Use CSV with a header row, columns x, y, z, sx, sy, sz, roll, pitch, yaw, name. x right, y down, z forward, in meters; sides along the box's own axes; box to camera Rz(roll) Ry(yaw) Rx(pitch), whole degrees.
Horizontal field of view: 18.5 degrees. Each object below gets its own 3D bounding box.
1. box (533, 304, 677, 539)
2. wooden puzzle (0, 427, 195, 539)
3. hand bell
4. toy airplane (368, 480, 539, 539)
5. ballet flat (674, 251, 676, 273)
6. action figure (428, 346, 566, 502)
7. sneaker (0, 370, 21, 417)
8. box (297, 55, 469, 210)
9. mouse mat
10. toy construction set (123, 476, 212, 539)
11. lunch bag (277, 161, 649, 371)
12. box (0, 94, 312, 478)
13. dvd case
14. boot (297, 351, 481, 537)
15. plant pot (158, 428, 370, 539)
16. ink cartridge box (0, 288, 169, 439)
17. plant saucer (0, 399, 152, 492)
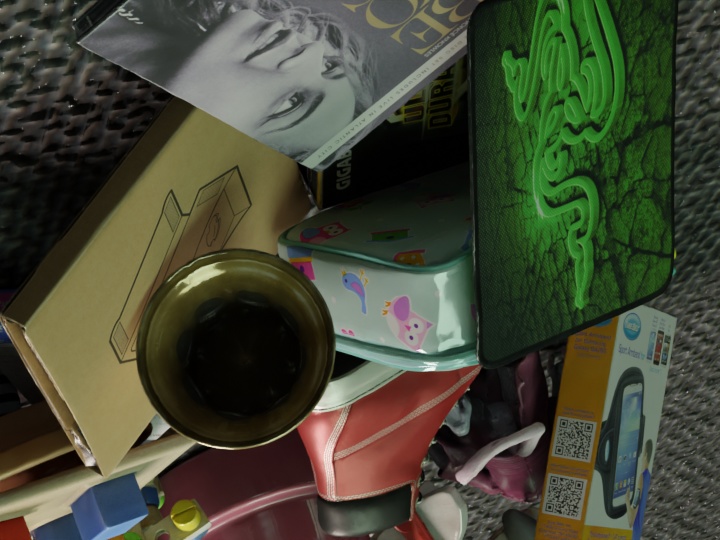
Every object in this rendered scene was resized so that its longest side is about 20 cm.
x,y,z,sx,sy,sz,roll,pitch,yaw,name
0.175,0.098,1.549,0.041,0.201,0.119,10,177,27,box
-0.190,0.152,1.282,0.199,0.046,0.185,-23,171,-26,wooden puzzle
-0.057,0.059,1.229,0.104,0.104,0.200,-24,168,-1,hand bell
0.085,0.234,1.501,0.141,0.201,0.199,-5,154,29,toy airplane
0.132,-0.012,1.420,0.067,0.067,0.200,-26,170,39,ballet flat
0.114,0.113,1.573,0.134,0.149,0.200,-30,139,-3,action figure
-0.299,0.110,1.296,0.199,0.075,0.088,-9,154,-30,sneaker
0.043,-0.125,1.189,0.159,0.049,0.200,-20,152,-14,box
0.114,-0.059,1.167,0.161,0.008,0.201,-21,117,-38,mouse mat
-0.197,0.179,1.433,0.199,0.131,0.092,-17,151,-16,toy construction set
0.061,-0.011,1.254,0.200,0.077,0.160,-23,-159,-39,lunch bag
-0.101,-0.007,1.169,0.200,0.021,0.164,-55,153,-22,box
-0.023,-0.124,1.069,0.149,0.016,0.200,-38,148,19,dvd case
0.045,0.088,1.448,0.200,0.072,0.145,-28,122,-28,boot
-0.052,0.235,1.596,0.199,0.180,0.200,-18,153,-10,plant pot
-0.147,0.052,1.307,0.119,0.042,0.200,-3,157,11,ink cartridge box
-0.217,0.120,1.283,0.200,0.038,0.200,-26,173,-4,plant saucer
